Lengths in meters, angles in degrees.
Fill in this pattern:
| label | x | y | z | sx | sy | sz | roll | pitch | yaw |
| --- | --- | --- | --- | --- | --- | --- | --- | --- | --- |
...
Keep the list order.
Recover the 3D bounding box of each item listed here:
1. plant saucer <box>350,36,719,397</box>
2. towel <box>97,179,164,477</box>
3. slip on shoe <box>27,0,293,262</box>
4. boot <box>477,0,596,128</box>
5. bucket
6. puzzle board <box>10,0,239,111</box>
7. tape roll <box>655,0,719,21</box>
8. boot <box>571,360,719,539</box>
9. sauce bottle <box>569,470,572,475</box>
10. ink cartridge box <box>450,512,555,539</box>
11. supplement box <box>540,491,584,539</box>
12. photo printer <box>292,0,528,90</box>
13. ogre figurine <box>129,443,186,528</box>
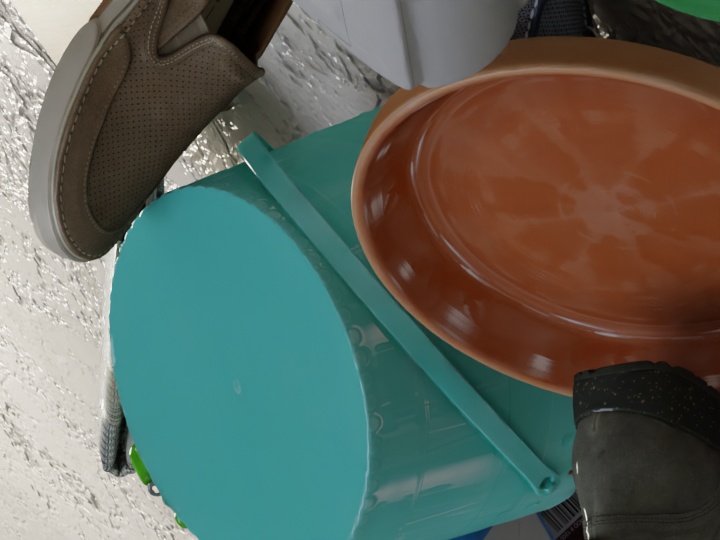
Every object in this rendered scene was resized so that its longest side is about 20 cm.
| label | x | y | z | sx | sy | sz | roll | pitch | yaw |
| --- | --- | --- | --- | --- | --- | --- | --- | --- | --- |
| plant saucer | 0.096 | -0.019 | 1.108 | 0.199 | 0.032 | 0.201 | 11 | 143 | 9 |
| towel | -0.114 | -0.013 | 1.516 | 0.200 | 0.034 | 0.194 | 105 | 166 | -68 |
| slip on shoe | -0.071 | -0.091 | 1.235 | 0.060 | 0.201 | 0.076 | 25 | 173 | 31 |
| boot | 0.089 | -0.060 | 1.138 | 0.090 | 0.073 | 0.200 | 28 | 159 | 17 |
| bucket | -0.005 | 0.032 | 1.289 | 0.207 | 0.134 | 0.209 | 22 | 120 | 43 |
| puzzle board | -0.142 | -0.144 | 1.558 | 0.151 | 0.017 | 0.200 | 55 | 160 | -14 |
| tape roll | 0.087 | -0.173 | 0.930 | 0.200 | 0.048 | 0.201 | 43 | 161 | 19 |
| boot | 0.141 | 0.126 | 1.162 | 0.067 | 0.132 | 0.199 | -13 | 151 | 41 |
| sauce bottle | 0.063 | 0.065 | 1.422 | 0.066 | 0.066 | 0.200 | 53 | 163 | -13 |
| ink cartridge box | 0.014 | 0.163 | 1.451 | 0.199 | 0.068 | 0.116 | -1 | 128 | 44 |
| supplement box | 0.145 | 0.178 | 1.459 | 0.200 | 0.061 | 0.109 | 47 | 161 | 8 |
| photo printer | -0.019 | -0.174 | 0.985 | 0.166 | 0.069 | 0.200 | 44 | 162 | 30 |
| ogre figurine | -0.034 | 0.093 | 1.550 | 0.200 | 0.119 | 0.099 | 47 | -156 | -51 |
